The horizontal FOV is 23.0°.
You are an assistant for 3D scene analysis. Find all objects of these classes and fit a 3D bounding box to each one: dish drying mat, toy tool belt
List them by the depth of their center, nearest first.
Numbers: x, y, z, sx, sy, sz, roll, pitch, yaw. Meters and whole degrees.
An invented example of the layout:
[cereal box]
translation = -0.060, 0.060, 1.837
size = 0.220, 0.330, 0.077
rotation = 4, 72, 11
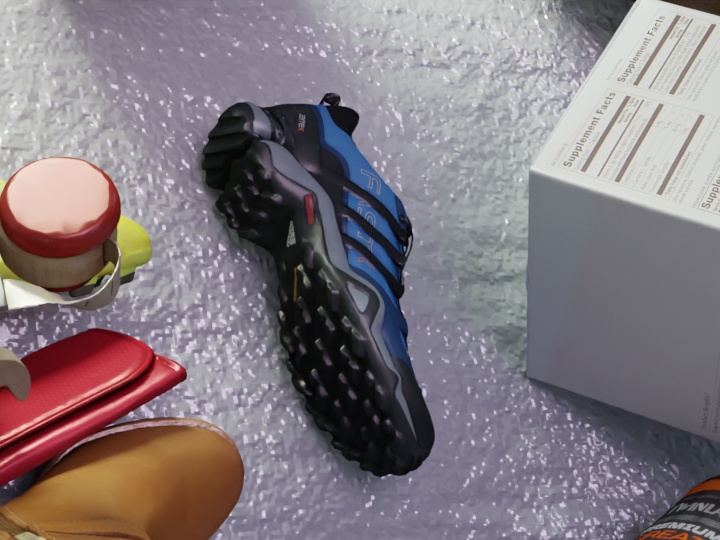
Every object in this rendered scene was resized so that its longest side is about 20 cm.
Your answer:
[toy tool belt]
translation = -0.191, 0.022, 0.692
size = 0.198, 0.123, 0.126
rotation = -10, 52, -14
[dish drying mat]
translation = -0.171, 0.073, 0.737
size = 0.199, 0.076, 0.018
rotation = -29, 120, -36

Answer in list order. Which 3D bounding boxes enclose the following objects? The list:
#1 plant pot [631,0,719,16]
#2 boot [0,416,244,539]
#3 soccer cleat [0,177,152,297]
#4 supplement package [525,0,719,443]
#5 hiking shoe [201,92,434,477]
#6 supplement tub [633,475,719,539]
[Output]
[plant pot]
translation = 0.225, -0.211, 1.038
size = 0.198, 0.200, 0.201
rotation = 44, 53, -12
[boot]
translation = -0.102, 0.109, 0.695
size = 0.199, 0.155, 0.077
rotation = -13, 92, -33
[soccer cleat]
translation = -0.184, -0.025, 0.773
size = 0.198, 0.065, 0.085
rotation = 0, 83, -27
[supplement package]
translation = 0.202, -0.015, 0.891
size = 0.199, 0.153, 0.151
rotation = 19, 50, 21
[hiking shoe]
translation = 0.000, 0.000, 0.866
size = 0.086, 0.074, 0.201
rotation = -15, 75, -34
[supplement tub]
translation = 0.170, 0.169, 0.862
size = 0.199, 0.107, 0.107
rotation = -32, 84, -38
